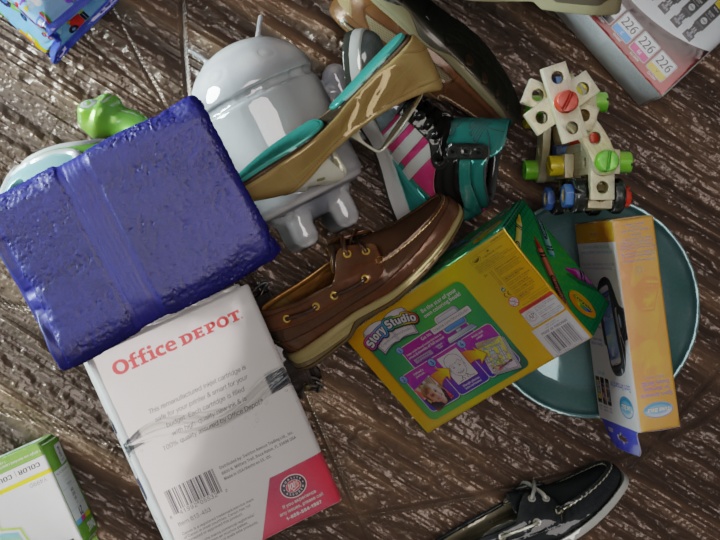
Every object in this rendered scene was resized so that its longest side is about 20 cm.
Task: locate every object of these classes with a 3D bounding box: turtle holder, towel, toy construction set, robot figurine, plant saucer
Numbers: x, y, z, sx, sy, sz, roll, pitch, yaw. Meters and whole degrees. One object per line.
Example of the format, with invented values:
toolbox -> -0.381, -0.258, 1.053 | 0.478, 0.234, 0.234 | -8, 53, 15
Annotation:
turtle holder -> -0.236, -0.059, 1.171 | 0.131, 0.141, 0.186 | 12, 97, 12
towel -> -0.179, -0.030, 1.074 | 0.200, 0.050, 0.148 | -27, 91, 4
toy construction set -> 0.182, -0.113, 1.164 | 0.092, 0.200, 0.132 | 0, 91, 7
robot figurine -> -0.074, -0.117, 1.191 | 0.169, 0.113, 0.200 | -26, 92, -16
plant saucer -> 0.206, 0.033, 1.249 | 0.199, 0.036, 0.201 | 0, 90, -4

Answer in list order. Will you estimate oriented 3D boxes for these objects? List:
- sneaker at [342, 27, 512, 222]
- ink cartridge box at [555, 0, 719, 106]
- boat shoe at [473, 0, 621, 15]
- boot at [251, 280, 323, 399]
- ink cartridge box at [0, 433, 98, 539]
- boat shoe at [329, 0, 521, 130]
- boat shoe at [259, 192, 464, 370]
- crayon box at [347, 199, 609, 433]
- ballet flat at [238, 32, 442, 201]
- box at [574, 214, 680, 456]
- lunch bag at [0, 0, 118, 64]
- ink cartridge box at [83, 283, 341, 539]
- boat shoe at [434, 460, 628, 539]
sneaker -> 0.067, -0.124, 1.177 | 0.120, 0.084, 0.200 | -11, 119, 22
ink cartridge box -> 0.255, -0.282, 1.224 | 0.176, 0.084, 0.200 | -43, 92, -2
boat shoe -> 0.123, -0.262, 1.156 | 0.199, 0.075, 0.069 | 7, 113, 7
boot -> -0.113, 0.129, 1.218 | 0.174, 0.069, 0.200 | -22, 99, -11
ink cartridge box -> -0.299, 0.265, 1.200 | 0.148, 0.076, 0.200 | -24, 91, -3
boat shoe -> 0.057, -0.192, 1.226 | 0.200, 0.076, 0.074 | 43, 121, -10
boat shoe -> 0.000, 0.000, 1.166 | 0.200, 0.072, 0.068 | -40, 106, 10
crayon box -> 0.095, 0.043, 1.174 | 0.200, 0.058, 0.119 | -35, 100, 35
ballet flat -> -0.015, -0.108, 1.106 | 0.200, 0.069, 0.063 | -41, 105, 0
box -> 0.228, 0.054, 1.173 | 0.041, 0.119, 0.201 | -10, 92, -6
lunch bag -> -0.252, -0.310, 1.202 | 0.151, 0.094, 0.200 | 44, 76, -2
ink cartridge box -> -0.126, 0.129, 1.143 | 0.144, 0.084, 0.200 | -25, 94, -15
boat shoe -> 0.146, 0.224, 1.228 | 0.200, 0.076, 0.060 | -35, 98, -3
